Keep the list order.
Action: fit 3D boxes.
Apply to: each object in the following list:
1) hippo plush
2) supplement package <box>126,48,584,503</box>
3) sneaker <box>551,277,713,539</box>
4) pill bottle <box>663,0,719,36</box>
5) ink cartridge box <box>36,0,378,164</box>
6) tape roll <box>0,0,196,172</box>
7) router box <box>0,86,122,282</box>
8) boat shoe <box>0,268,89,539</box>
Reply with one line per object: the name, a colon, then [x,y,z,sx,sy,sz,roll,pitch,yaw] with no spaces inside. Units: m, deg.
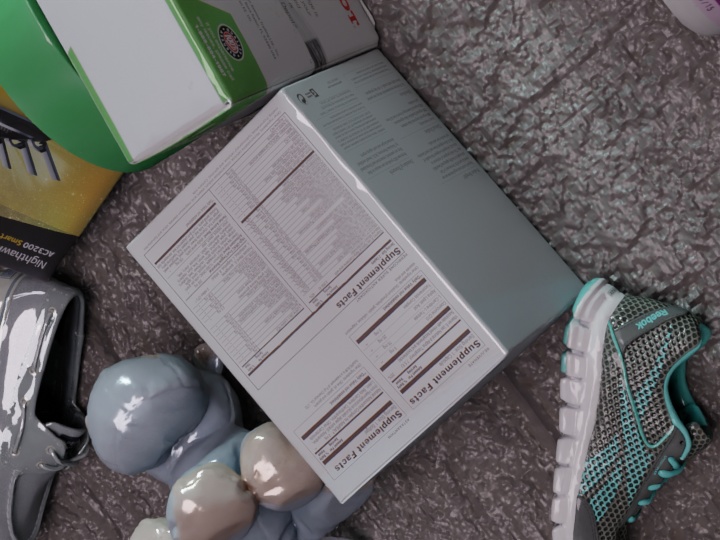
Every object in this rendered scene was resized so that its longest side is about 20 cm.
hippo plush: [-0.081,0.112,1.627,0.159,0.200,0.161,-42,60,19]
supplement package: [0.000,0.000,1.548,0.200,0.152,0.151,49,116,5]
sneaker: [0.165,0.108,1.550,0.091,0.078,0.201,8,107,17]
pill bottle: [0.251,-0.217,1.408,0.199,0.112,0.113,-26,92,27]
ink cartridge box: [-0.092,-0.161,1.523,0.084,0.200,0.147,-29,90,29]
tape roll: [-0.161,-0.158,1.551,0.048,0.200,0.201,-30,90,28]
router box: [-0.246,-0.094,1.620,0.199,0.052,0.157,21,120,-30]
boat shoe: [-0.217,0.101,1.712,0.071,0.070,0.202,11,105,24]
